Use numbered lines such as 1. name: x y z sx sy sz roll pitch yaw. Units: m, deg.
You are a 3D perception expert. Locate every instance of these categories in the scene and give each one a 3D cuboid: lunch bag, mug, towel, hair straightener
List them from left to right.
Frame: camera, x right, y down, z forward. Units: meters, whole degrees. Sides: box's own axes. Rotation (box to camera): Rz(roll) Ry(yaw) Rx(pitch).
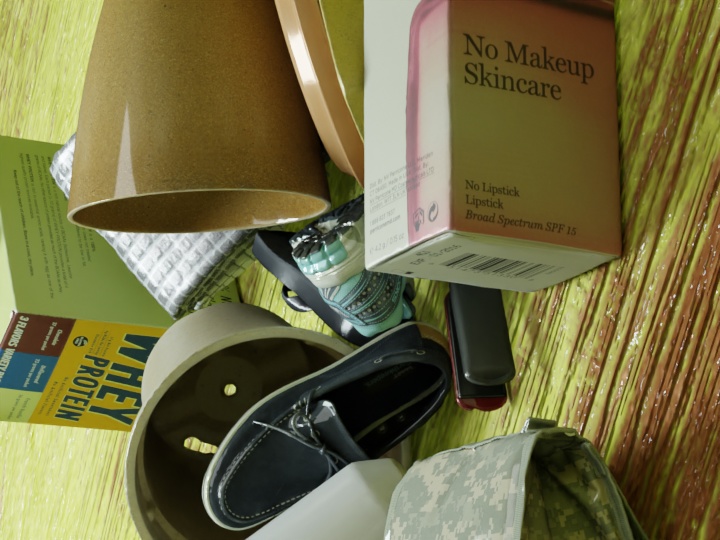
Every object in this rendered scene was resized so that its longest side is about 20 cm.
1. towel: -0.124 -0.087 1.857 0.166 0.085 0.200 48 112 13
2. mug: 0.007 0.217 1.586 0.153 0.187 0.149 -44 7 1
3. hair straightener: 0.078 -0.013 1.596 0.077 0.041 0.201 103 168 -61
4. lunch bag: 0.091 0.193 1.434 0.164 0.117 0.201 -23 68 62

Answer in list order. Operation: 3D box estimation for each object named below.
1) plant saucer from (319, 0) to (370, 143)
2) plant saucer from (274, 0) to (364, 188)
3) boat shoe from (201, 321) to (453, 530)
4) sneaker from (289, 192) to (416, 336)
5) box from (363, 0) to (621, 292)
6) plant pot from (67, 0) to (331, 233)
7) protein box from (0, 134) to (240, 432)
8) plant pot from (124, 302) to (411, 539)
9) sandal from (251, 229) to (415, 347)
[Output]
1. plant saucer: 0.015 -0.147 1.666 0.200 0.048 0.201 64 -169 -54
2. plant saucer: -0.026 -0.152 1.678 0.200 0.032 0.201 -17 -90 -84
3. boat shoe: -0.021 0.107 1.634 0.200 0.075 0.062 -34 21 1
4. sneaker: 0.000 0.000 1.679 0.087 0.077 0.200 59 -169 -7
5. box: 0.081 -0.099 1.517 0.109 0.127 0.201 -25 62 59
6. plant pot: -0.119 -0.138 1.725 0.186 0.185 0.201 -18 74 61
7. protein box: -0.223 0.015 2.024 0.135 0.199 0.199 -59 34 40
8. plant pot: -0.081 0.110 1.751 0.184 0.199 0.202 -127 49 -69
9. sandal: -0.028 0.019 1.766 0.200 0.076 0.043 47 125 57
